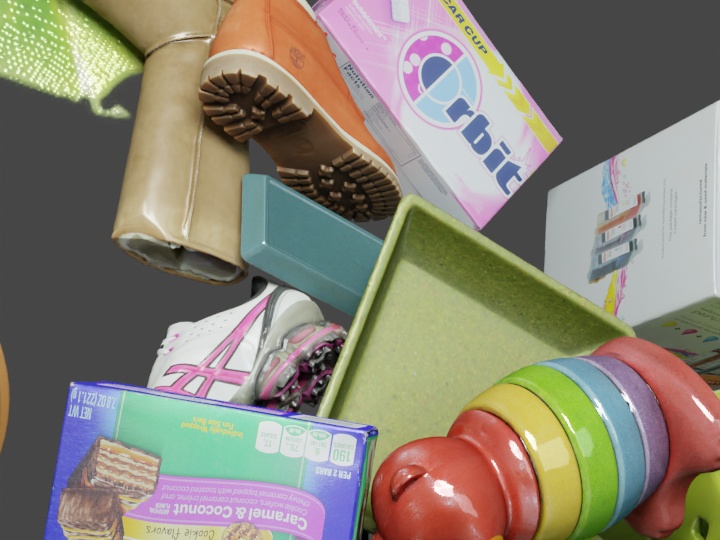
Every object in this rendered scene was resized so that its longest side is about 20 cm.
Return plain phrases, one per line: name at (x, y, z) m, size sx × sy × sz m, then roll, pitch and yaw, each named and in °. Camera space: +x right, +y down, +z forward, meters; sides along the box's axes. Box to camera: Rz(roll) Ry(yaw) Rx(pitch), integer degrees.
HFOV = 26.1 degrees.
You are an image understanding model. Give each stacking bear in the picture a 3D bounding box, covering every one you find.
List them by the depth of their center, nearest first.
stacking bear at (0.096, 0.116, 0.897) m, size 0.199 × 0.122 × 0.114 m, roll -16°, pitch 57°, yaw -31°

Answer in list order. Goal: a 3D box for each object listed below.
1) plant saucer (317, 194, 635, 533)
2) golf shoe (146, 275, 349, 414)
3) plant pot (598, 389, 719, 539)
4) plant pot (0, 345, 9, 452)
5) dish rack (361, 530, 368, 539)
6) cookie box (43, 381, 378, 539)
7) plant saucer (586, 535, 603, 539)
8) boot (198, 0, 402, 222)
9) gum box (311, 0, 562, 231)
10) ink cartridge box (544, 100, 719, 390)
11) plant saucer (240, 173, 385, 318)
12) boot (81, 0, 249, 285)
plant saucer at (0.062, 0.087, 0.983) m, size 0.199 × 0.048 × 0.201 m, roll 30°, pitch 70°, yaw -22°
golf shoe at (-0.102, 0.080, 0.971) m, size 0.092 × 0.073 × 0.200 m, roll 38°, pitch 57°, yaw 25°
plant pot at (0.265, 0.182, 1.078) m, size 0.199 × 0.199 × 0.183 m, roll -11°, pitch 72°, yaw -33°
plant pot at (-0.263, 0.082, 0.771) m, size 0.199 × 0.140 × 0.202 m, roll -7°, pitch 107°, yaw -25°
dish rack at (0.053, 0.211, 1.018) m, size 0.199 × 0.054 × 0.155 m, roll 10°, pitch 69°, yaw -29°
cookie box at (-0.088, 0.173, 0.851) m, size 0.170 × 0.075 × 0.202 m, roll 8°, pitch 87°, yaw 8°
plant saucer at (0.058, 0.264, 0.927) m, size 0.198 × 0.048 × 0.202 m, roll 0°, pitch 103°, yaw -18°
boot at (-0.029, -0.113, 1.044) m, size 0.200 × 0.075 × 0.108 m, roll 46°, pitch 39°, yaw -45°
gum box at (0.040, -0.132, 1.116) m, size 0.200 × 0.066 × 0.114 m, roll 52°, pitch 56°, yaw -11°
ink cartridge box at (0.245, -0.006, 1.125) m, size 0.144 × 0.200 × 0.146 m, roll 15°, pitch 68°, yaw -25°
plant saucer at (0.000, 0.000, 1.047) m, size 0.199 × 0.019 × 0.070 m, roll 28°, pitch 45°, yaw -35°
boot at (-0.137, -0.110, 1.009) m, size 0.174 × 0.066 × 0.202 m, roll 17°, pitch 66°, yaw -28°
